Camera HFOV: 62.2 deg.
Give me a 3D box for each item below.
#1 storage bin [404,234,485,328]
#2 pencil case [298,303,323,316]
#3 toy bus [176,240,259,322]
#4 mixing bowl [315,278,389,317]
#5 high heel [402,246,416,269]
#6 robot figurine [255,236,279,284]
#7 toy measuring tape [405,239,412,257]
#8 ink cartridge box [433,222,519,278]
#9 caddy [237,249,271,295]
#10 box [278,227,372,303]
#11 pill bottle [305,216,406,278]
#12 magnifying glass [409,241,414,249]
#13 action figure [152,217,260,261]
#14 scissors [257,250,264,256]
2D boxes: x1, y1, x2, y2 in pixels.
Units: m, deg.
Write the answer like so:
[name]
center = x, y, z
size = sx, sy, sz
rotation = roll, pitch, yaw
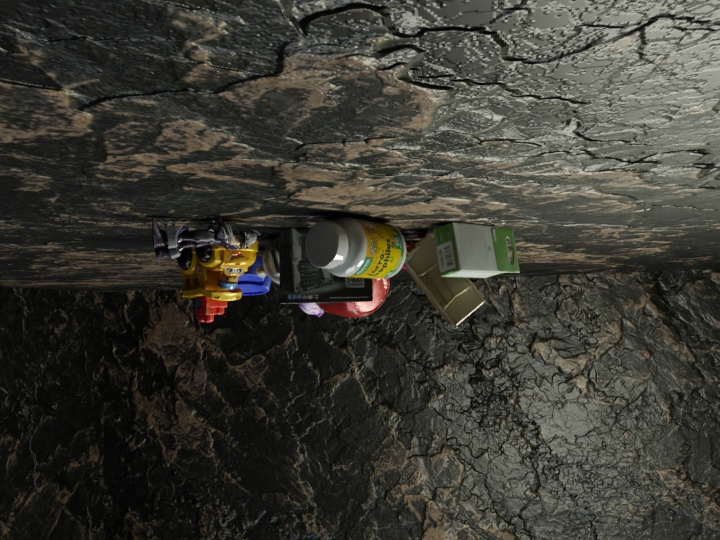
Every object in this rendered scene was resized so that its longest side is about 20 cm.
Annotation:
[storage bin]
center = 0.188, 0.025, 1.398
size = 0.093, 0.199, 0.200
rotation = -38, 175, 3
[pencil case]
center = -0.103, 0.051, 1.535
size = 0.083, 0.086, 0.200
rotation = -27, 167, -28
[toy bus]
center = -0.323, 0.018, 1.338
size = 0.135, 0.194, 0.199
rotation = 4, 171, -43
[mixing bowl]
center = -0.004, 0.033, 1.397
size = 0.199, 0.202, 0.108
rotation = 2, -158, -42
[high heel]
center = 0.140, -0.013, 1.618
size = 0.096, 0.068, 0.200
rotation = 46, 164, -15
[robot figurine]
center = -0.167, -0.019, 1.407
size = 0.168, 0.114, 0.200
rotation = -14, 176, 0
[toy measuring tape]
center = 0.088, -0.054, 1.434
size = 0.073, 0.074, 0.200
rotation = -2, -173, 12
[ink cartridge box]
center = 0.254, -0.041, 1.293
size = 0.199, 0.105, 0.059
rotation = 1, 166, -38
[caddy]
center = -0.330, -0.006, 1.630
size = 0.198, 0.106, 0.142
rotation = -1, 154, 3
[box]
center = -0.074, -0.009, 1.280
size = 0.198, 0.160, 0.050
rotation = 0, 176, -16
[pill bottle]
center = -0.009, -0.043, 1.147
size = 0.112, 0.114, 0.199
rotation = -5, 174, 38
[magnifying glass]
center = 0.064, -0.024, 1.595
size = 0.199, 0.023, 0.079
rotation = -33, 179, 36
[action figure]
center = -0.285, -0.063, 1.118
size = 0.198, 0.070, 0.130
rotation = -4, 170, -20
[scissors]
center = -0.227, -0.031, 1.527
size = 0.198, 0.074, 0.014
rotation = -1, 164, 7
